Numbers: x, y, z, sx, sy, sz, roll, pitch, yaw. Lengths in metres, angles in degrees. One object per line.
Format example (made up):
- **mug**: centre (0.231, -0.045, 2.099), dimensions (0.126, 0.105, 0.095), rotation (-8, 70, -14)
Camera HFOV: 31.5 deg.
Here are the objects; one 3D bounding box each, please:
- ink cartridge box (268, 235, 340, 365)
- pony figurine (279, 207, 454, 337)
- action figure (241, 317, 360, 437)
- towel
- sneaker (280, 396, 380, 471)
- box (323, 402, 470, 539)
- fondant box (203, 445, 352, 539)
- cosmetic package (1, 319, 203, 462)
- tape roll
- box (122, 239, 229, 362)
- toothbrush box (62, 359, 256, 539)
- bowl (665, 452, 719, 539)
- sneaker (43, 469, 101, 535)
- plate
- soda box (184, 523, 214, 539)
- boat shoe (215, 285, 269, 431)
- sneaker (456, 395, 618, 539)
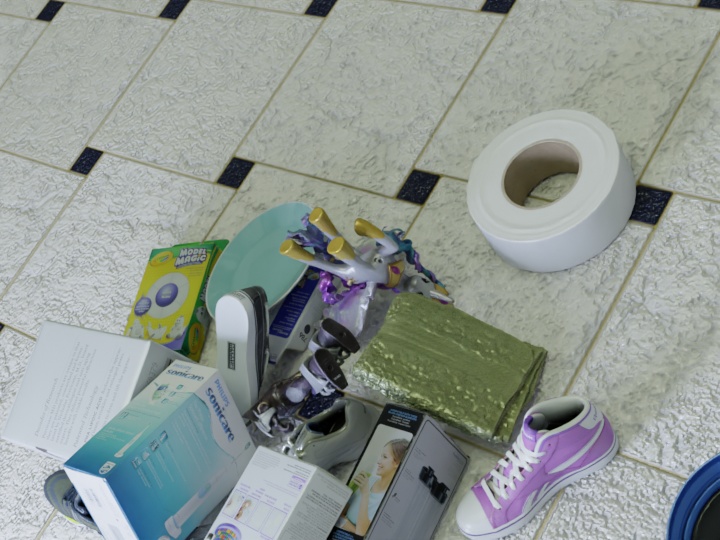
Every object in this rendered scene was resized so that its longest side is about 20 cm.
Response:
- **ink cartridge box**: centre (-0.094, 0.041, 1.696), dimensions (0.099, 0.039, 0.201), rotation (12, 64, 38)
- **pony figurine**: centre (0.000, 0.000, 1.587), dimensions (0.193, 0.200, 0.167), rotation (0, 63, 50)
- **action figure**: centre (-0.071, 0.142, 1.542), dimensions (0.130, 0.069, 0.200), rotation (-51, 2, -40)
- **towel**: centre (0.103, 0.111, 1.467), dimensions (0.199, 0.037, 0.149), rotation (23, 53, 15)
- **sneaker**: centre (-0.067, 0.220, 1.512), dimensions (0.200, 0.087, 0.074), rotation (-45, 53, -3)
- **box**: centre (0.034, 0.261, 1.399), dimensions (0.060, 0.117, 0.201), rotation (12, 66, 40)
- **fondant box**: centre (-0.109, 0.299, 1.380), dimensions (0.201, 0.058, 0.144), rotation (-59, 26, -14)
- **cosmetic package**: centre (-0.313, 0.176, 1.631), dimensions (0.199, 0.165, 0.166), rotation (7, 72, 37)
- **tape roll**: centre (0.233, -0.100, 1.572), dimensions (0.201, 0.071, 0.203), rotation (-17, 51, 22)
- **box**: centre (-0.259, 0.037, 1.799), dimensions (0.117, 0.048, 0.201), rotation (-6, 53, 29)
- **toothbrush box**: centre (-0.230, 0.226, 1.507), dimensions (0.085, 0.147, 0.200), rotation (8, 41, 42)
- **bowl**: centre (0.396, 0.259, 1.223), dimensions (0.200, 0.039, 0.202), rotation (-17, 51, 21)
- **sneaker**: centre (-0.344, 0.294, 1.636), dimensions (0.199, 0.081, 0.074), rotation (14, 65, 38)
- **plate**: centre (-0.126, -0.006, 1.709), dimensions (0.199, 0.026, 0.201), rotation (-28, 38, 25)
- **soda box**: centre (-0.190, 0.347, 1.512), dimensions (0.199, 0.063, 0.071), rotation (-15, 51, 22)
- **boat shoe**: centre (-0.145, 0.116, 1.609), dimensions (0.071, 0.201, 0.068), rotation (14, 23, 33)
- **sneaker**: centre (0.170, 0.201, 1.358), dimensions (0.200, 0.114, 0.073), rotation (-38, 47, 4)
